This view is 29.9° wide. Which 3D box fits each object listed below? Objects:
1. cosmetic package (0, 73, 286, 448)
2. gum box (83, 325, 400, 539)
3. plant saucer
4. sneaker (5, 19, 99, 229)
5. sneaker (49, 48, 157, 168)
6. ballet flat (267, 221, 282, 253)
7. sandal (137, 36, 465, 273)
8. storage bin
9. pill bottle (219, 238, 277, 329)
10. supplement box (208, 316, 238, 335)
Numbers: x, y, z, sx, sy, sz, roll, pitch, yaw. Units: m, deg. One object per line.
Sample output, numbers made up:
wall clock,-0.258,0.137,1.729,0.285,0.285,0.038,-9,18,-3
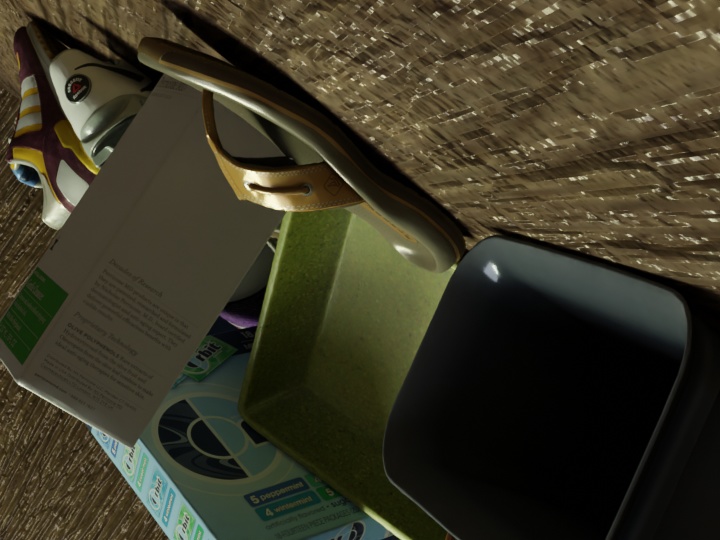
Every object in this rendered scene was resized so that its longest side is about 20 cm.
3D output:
cosmetic package,-0.123,-0.011,0.793,0.084,0.201,0.107,34,173,-26
gum box,-0.075,0.122,0.919,0.169,0.045,0.200,-10,-140,-39
plant saucer,0.028,0.059,0.831,0.199,0.201,0.048,33,-144,23
sneaker,-0.253,-0.120,1.075,0.075,0.090,0.201,37,-166,-46
sneaker,-0.160,-0.110,0.972,0.089,0.074,0.200,52,-179,16
ballet flat,0.000,0.000,0.899,0.199,0.063,0.067,35,176,-11
sandal,-0.031,-0.047,0.673,0.199,0.054,0.080,37,175,-25
storage bin,0.114,0.086,0.585,0.133,0.147,0.200,25,179,-22
pill bottle,-0.089,-0.023,1.001,0.111,0.112,0.200,33,176,19
supplement box,-0.031,0.091,1.197,0.134,0.201,0.200,32,176,36
